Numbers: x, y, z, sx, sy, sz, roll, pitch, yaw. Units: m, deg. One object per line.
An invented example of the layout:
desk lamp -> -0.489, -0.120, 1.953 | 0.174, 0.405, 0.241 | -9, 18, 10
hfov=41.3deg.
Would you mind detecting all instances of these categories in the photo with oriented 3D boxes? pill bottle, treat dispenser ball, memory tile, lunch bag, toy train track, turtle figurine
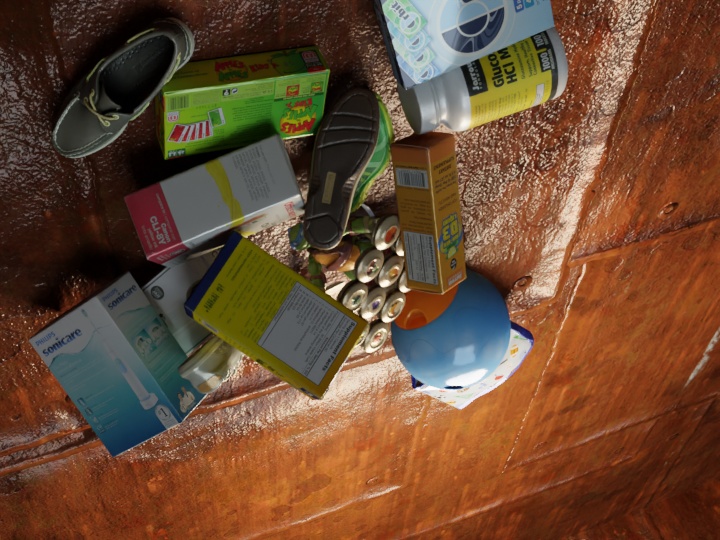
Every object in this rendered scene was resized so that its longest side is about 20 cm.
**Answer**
pill bottle -> 0.151, -0.244, 1.206 | 0.198, 0.113, 0.113 | -21, 146, -9
treat dispenser ball -> 0.149, 0.095, 1.574 | 0.198, 0.202, 0.202 | -17, 145, -13
memory tile -> 0.028, 0.022, 1.303 | 0.153, 0.017, 0.202 | 15, 106, -55
lunch bag -> 0.202, 0.146, 1.751 | 0.199, 0.125, 0.169 | -34, 145, 24
toy train track -> -0.081, 0.057, 1.529 | 0.114, 0.033, 0.201 | -25, 152, -15
turtle figurine -> 0.000, 0.000, 1.328 | 0.192, 0.146, 0.199 | 18, 172, -35

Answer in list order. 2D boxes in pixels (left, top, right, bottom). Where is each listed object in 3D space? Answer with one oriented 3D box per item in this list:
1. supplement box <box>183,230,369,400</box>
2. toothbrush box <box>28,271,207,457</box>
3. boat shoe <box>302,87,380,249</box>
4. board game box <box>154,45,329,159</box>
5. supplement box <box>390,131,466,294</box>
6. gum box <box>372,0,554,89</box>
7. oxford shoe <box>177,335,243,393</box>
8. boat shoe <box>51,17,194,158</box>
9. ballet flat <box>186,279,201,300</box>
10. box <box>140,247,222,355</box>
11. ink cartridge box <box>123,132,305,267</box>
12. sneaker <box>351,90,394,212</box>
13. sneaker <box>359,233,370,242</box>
supplement box -> -0.105, 0.059, 1.169 | 0.109, 0.199, 0.110 | -56, -177, -11
toothbrush box -> -0.322, 0.127, 1.281 | 0.146, 0.201, 0.085 | -29, -169, 29
boat shoe -> -0.029, -0.130, 1.199 | 0.074, 0.075, 0.205 | 20, 96, -2
board game box -> -0.141, -0.199, 1.129 | 0.197, 0.048, 0.102 | -12, 144, -20
supplement box -> 0.091, -0.075, 1.243 | 0.066, 0.068, 0.203 | -31, 124, -43
gum box -> 0.113, -0.325, 1.091 | 0.198, 0.045, 0.171 | -24, 127, -5
oxford shoe -> -0.188, 0.116, 1.292 | 0.075, 0.058, 0.200 | -39, -175, 16
boat shoe -> -0.263, -0.193, 1.023 | 0.201, 0.060, 0.072 | -40, 104, 13
ballet flat -> -0.138, 0.073, 1.256 | 0.198, 0.070, 0.070 | 29, 129, -4
box -> -0.229, 0.035, 1.315 | 0.199, 0.117, 0.060 | -36, -172, 15
ink cartridge box -> -0.171, -0.082, 1.176 | 0.198, 0.084, 0.145 | -23, 176, -1
sneaker -> -0.015, -0.146, 1.260 | 0.083, 0.075, 0.201 | -7, 142, -32
sneaker -> 0.034, -0.036, 1.453 | 0.197, 0.073, 0.073 | 4, 119, -17
